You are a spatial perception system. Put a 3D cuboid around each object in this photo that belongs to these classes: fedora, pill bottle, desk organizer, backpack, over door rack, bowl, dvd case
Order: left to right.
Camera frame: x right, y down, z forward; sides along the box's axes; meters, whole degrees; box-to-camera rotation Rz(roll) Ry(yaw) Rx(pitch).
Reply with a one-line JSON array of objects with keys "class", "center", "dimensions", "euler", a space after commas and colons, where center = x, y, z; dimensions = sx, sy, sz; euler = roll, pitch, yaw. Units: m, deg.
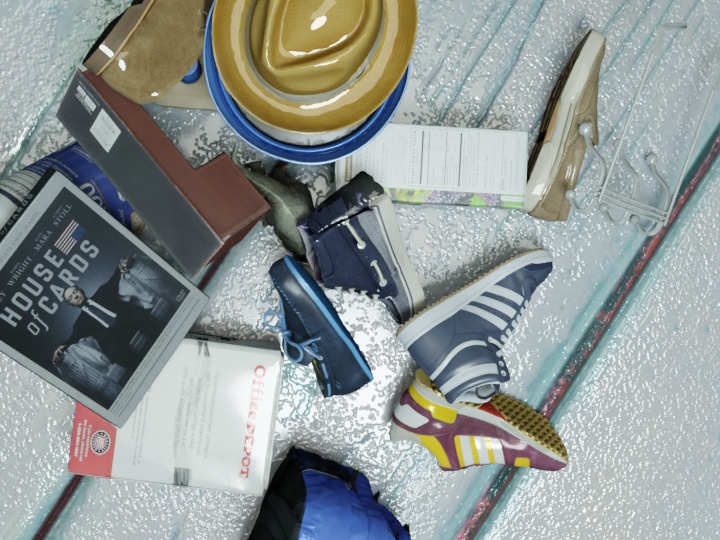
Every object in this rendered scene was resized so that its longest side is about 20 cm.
[{"class": "pill bottle", "center": [-0.299, -0.040, 0.853], "dimensions": [0.112, 0.111, 0.200], "euler": [54, 49, -6]}, {"class": "dvd case", "center": [-0.246, 0.030, 0.816], "dimensions": [0.200, 0.025, 0.151], "euler": [45, 72, -38]}, {"class": "desk organizer", "center": [-0.182, -0.101, 0.846], "dimensions": [0.201, 0.072, 0.077], "euler": [50, 46, 0]}, {"class": "bowl", "center": [-0.051, -0.204, 0.869], "dimensions": [0.197, 0.039, 0.204], "euler": [0, 97, -3]}, {"class": "fedora", "center": [-0.040, -0.220, 0.805], "dimensions": [0.197, 0.082, 0.204], "euler": [0, 97, -3]}, {"class": "backpack", "center": [-0.029, 0.280, 0.896], "dimensions": [0.165, 0.200, 0.165], "euler": [18, 90, -6]}, {"class": "over door rack", "center": [0.300, -0.144, 0.937], "dimensions": [0.146, 0.067, 0.202], "euler": [10, 113, -43]}]

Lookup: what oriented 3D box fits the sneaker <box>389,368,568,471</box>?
[{"class": "sneaker", "center": [0.126, 0.180, 0.980], "dimensions": [0.198, 0.075, 0.091], "euler": [27, 111, -9]}]

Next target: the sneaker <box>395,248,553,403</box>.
[{"class": "sneaker", "center": [0.142, 0.062, 0.939], "dimensions": [0.198, 0.070, 0.109], "euler": [-28, 72, -23]}]

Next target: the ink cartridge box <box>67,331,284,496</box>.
[{"class": "ink cartridge box", "center": [-0.184, 0.138, 0.932], "dimensions": [0.196, 0.083, 0.150], "euler": [8, 91, -6]}]

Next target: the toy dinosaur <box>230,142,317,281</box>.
[{"class": "toy dinosaur", "center": [-0.068, -0.057, 0.912], "dimensions": [0.076, 0.201, 0.103], "euler": [-29, 51, -13]}]

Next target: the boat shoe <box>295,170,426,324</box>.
[{"class": "boat shoe", "center": [0.000, 0.000, 0.912], "dimensions": [0.092, 0.075, 0.202], "euler": [-32, 131, -11]}]

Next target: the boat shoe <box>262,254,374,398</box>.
[{"class": "boat shoe", "center": [-0.047, 0.071, 0.906], "dimensions": [0.068, 0.085, 0.201], "euler": [-30, 129, 0]}]

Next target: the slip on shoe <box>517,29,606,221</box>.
[{"class": "slip on shoe", "center": [0.225, -0.150, 0.965], "dimensions": [0.060, 0.076, 0.203], "euler": [20, 93, -1]}]

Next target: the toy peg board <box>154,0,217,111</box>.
[{"class": "toy peg board", "center": [-0.110, -0.265, 0.916], "dimensions": [0.196, 0.098, 0.203], "euler": [3, 92, -5]}]

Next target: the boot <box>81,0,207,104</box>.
[{"class": "boot", "center": [-0.165, -0.239, 0.827], "dimensions": [0.075, 0.073, 0.202], "euler": [38, 73, -25]}]

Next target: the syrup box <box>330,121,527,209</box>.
[{"class": "syrup box", "center": [0.069, -0.109, 0.950], "dimensions": [0.196, 0.079, 0.083], "euler": [2, 93, -6]}]
